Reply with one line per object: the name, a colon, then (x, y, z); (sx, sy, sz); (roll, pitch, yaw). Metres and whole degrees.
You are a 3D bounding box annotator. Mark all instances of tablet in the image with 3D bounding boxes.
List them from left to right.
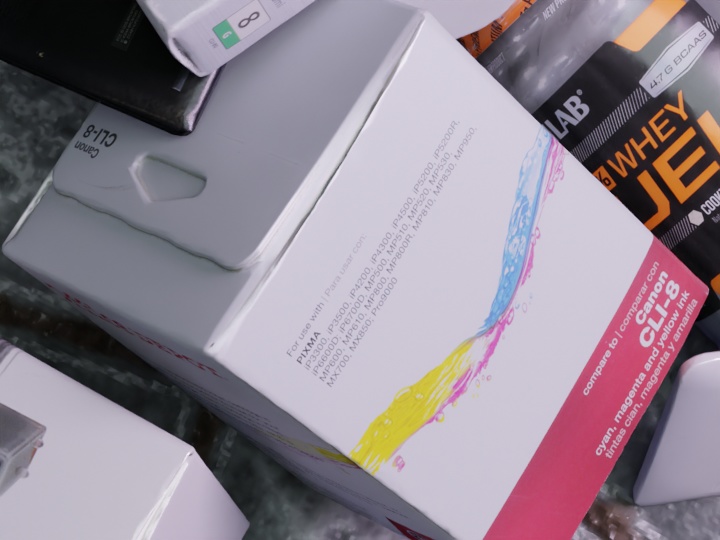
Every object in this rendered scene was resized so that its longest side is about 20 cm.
tablet: (0.216, 0.056, 0.996); (0.198, 0.130, 0.014); (-8, 61, -9)

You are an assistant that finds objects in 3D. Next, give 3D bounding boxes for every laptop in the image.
laptop: (-0.095, -0.152, 0.945); (0.199, 0.116, 0.188); (23, 81, 18)

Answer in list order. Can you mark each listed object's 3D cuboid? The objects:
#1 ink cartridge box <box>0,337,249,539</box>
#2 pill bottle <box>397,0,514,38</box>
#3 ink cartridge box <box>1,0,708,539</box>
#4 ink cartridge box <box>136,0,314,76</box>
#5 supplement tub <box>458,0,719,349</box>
ink cartridge box: (-0.150, 0.069, 0.907); (0.199, 0.147, 0.083); (28, 78, 12)
pill bottle: (0.015, -0.196, 0.965); (0.115, 0.117, 0.201); (3, 57, -7)
ink cartridge box: (0.000, 0.000, 0.917); (0.200, 0.145, 0.145); (40, 79, -41)
ink cartridge box: (-0.021, -0.189, 0.853); (0.199, 0.050, 0.161); (-35, 70, 3)
supplement tub: (0.139, -0.062, 0.998); (0.200, 0.123, 0.123); (45, 80, 0)
